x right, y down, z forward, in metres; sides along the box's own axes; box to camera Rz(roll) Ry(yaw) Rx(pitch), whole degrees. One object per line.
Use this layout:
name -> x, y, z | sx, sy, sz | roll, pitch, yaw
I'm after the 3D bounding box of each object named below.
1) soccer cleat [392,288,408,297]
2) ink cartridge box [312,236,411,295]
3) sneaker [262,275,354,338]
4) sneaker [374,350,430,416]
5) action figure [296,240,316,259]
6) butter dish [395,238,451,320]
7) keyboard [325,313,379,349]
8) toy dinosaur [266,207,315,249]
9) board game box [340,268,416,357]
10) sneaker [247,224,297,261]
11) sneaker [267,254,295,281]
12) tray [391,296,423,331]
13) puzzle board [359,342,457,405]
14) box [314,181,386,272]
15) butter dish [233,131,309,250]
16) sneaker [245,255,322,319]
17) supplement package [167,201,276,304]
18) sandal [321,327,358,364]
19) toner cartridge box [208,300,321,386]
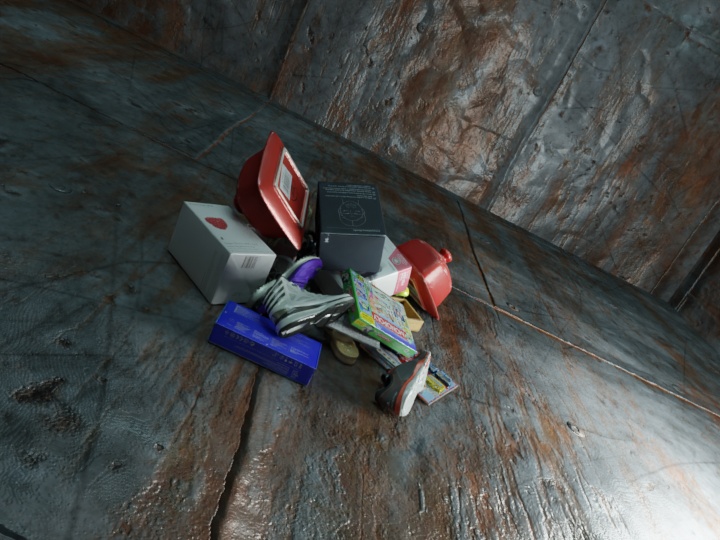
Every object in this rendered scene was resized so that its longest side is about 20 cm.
soccer cleat -> 0.070, 0.010, 1.584 | 0.064, 0.085, 0.200 | 14, 13, -31
ink cartridge box -> 0.000, 0.000, 1.410 | 0.197, 0.086, 0.146 | -19, 51, -27
sneaker -> -0.103, 0.049, 1.150 | 0.198, 0.076, 0.116 | -14, 62, -47
sneaker -> 0.085, 0.209, 1.192 | 0.080, 0.079, 0.200 | 16, 23, 18
action figure -> -0.084, -0.051, 1.603 | 0.129, 0.071, 0.199 | 30, 16, 26
butter dish -> 0.184, -0.006, 1.623 | 0.200, 0.147, 0.201 | 48, -12, 44
keyboard -> -0.041, 0.104, 1.229 | 0.198, 0.011, 0.057 | 28, 41, -23
toy dinosaur -> -0.141, -0.096, 1.414 | 0.088, 0.047, 0.200 | 46, 37, -2
board game box -> 0.040, 0.094, 1.295 | 0.199, 0.029, 0.136 | 34, 30, -40
sneaker -> -0.234, -0.092, 1.452 | 0.198, 0.106, 0.075 | 29, 24, 3
sneaker -> -0.215, -0.001, 1.342 | 0.198, 0.076, 0.082 | 29, 36, 16
tray -> 0.053, 0.099, 1.468 | 0.197, 0.037, 0.099 | 11, 27, -36
puzzle board -> 0.109, 0.208, 1.313 | 0.199, 0.018, 0.150 | 38, 23, 24
box -> -0.028, -0.103, 1.372 | 0.145, 0.109, 0.202 | 3, 41, -8
butter dish -> -0.209, -0.162, 1.304 | 0.201, 0.145, 0.203 | 60, 25, -43
sneaker -> -0.137, 0.052, 1.242 | 0.100, 0.070, 0.199 | 45, 53, 10
supplement package -> -0.291, -0.039, 1.236 | 0.120, 0.121, 0.200 | 0, 34, -49
sandal -> -0.047, 0.106, 1.277 | 0.076, 0.070, 0.212 | 13, 26, -33
toner cartridge box -> -0.172, 0.133, 1.100 | 0.197, 0.044, 0.095 | 26, 20, -6
